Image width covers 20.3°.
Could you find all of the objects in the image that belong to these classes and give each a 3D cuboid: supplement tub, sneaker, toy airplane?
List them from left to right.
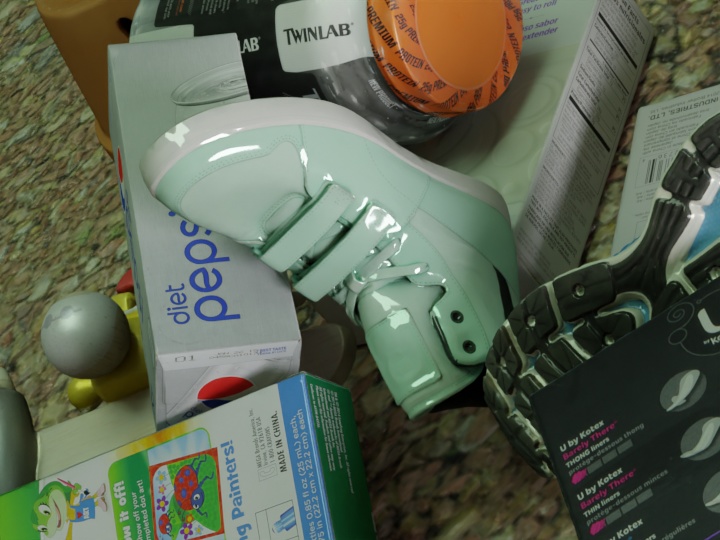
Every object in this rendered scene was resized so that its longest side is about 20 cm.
[{"bbox_3d":[-0.114,0.073,1.023,0.200,0.141,0.199,-47,34,-8],"label":"toy airplane"},{"bbox_3d":[-0.019,-0.121,1.062,0.200,0.123,0.123,-4,48,47],"label":"supplement tub"},{"bbox_3d":[0.001,0.000,0.872,0.074,0.200,0.118,-43,46,36],"label":"sneaker"},{"bbox_3d":[0.135,0.015,0.834,0.200,0.090,0.078,-46,66,27],"label":"sneaker"}]

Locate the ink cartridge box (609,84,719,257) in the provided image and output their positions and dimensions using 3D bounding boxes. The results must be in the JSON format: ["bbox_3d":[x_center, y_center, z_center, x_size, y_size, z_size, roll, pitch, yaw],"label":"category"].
[{"bbox_3d":[0.172,-0.010,0.914,0.119,0.042,0.200,-16,39,34],"label":"ink cartridge box"}]

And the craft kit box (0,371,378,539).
[{"bbox_3d":[-0.077,0.171,0.883,0.197,0.048,0.201,-21,66,25],"label":"craft kit box"}]

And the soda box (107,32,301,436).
[{"bbox_3d":[-0.077,-0.021,0.956,0.068,0.064,0.200,-5,50,-9],"label":"soda box"}]

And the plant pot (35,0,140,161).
[{"bbox_3d":[-0.116,-0.166,1.304,0.200,0.140,0.200,-28,36,22],"label":"plant pot"}]

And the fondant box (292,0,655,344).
[{"bbox_3d":[0.062,-0.061,1.072,0.144,0.058,0.200,-11,42,39],"label":"fondant box"}]

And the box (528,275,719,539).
[{"bbox_3d":[0.152,0.113,0.715,0.106,0.122,0.200,-34,34,13],"label":"box"}]
